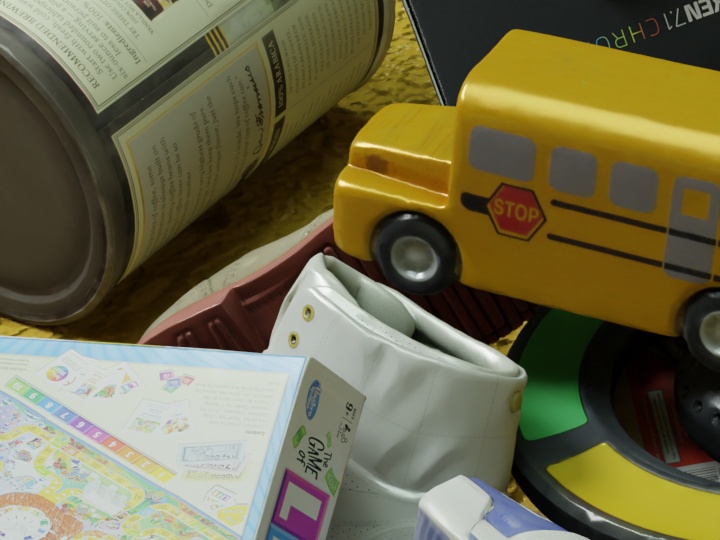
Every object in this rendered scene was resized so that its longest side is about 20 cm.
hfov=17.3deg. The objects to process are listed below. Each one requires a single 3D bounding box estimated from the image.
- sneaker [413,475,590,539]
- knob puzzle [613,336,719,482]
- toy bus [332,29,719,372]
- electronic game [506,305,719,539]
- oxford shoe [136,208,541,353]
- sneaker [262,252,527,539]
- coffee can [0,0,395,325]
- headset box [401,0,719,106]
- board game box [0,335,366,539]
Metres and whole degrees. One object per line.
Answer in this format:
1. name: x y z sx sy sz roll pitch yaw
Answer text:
1. sneaker: 0.108 0.130 0.666 0.115 0.081 0.199 -17 41 -38
2. knob puzzle: 0.173 0.047 0.824 0.218 0.031 0.220 -9 32 5
3. toy bus: 0.093 -0.024 0.766 0.199 0.079 0.065 14 32 19
4. electronic game: 0.144 0.036 0.783 0.199 0.042 0.200 -9 32 6
5. oxford shoe: 0.000 0.000 0.886 0.199 0.071 0.075 -22 19 12
6. sneaker: -0.033 0.047 0.797 0.199 0.116 0.074 14 9 27
7. coffee can: -0.099 -0.090 1.016 0.146 0.147 0.200 14 40 35
8. headset box: 0.113 -0.114 0.930 0.173 0.093 0.200 -20 2 11
9. board game box: -0.103 0.090 0.753 0.199 0.034 0.135 3 67 37
